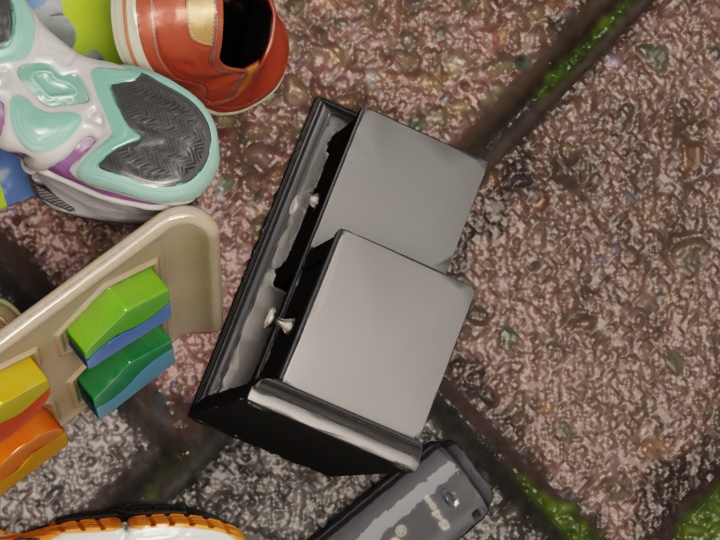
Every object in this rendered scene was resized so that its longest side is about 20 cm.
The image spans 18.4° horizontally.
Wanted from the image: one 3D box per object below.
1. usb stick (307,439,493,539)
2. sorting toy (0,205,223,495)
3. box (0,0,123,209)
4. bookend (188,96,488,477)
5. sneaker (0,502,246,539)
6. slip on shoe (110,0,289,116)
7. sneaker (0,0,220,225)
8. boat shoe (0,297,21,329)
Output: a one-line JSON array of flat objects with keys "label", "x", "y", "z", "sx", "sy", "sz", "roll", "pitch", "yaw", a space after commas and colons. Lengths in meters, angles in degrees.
[{"label": "usb stick", "x": -0.013, "y": 0.171, "z": 1.230, "sx": 0.200, "sy": 0.033, "sz": 0.056, "roll": -38, "pitch": 92, "yaw": -14}, {"label": "sorting toy", "x": -0.155, "y": 0.055, "z": 1.133, "sx": 0.200, "sy": 0.185, "sz": 0.037, "roll": -33, "pitch": 76, "yaw": -13}, {"label": "box", "x": -0.194, "y": -0.097, "z": 1.180, "sx": 0.199, "sy": 0.048, "sz": 0.122, "roll": -22, "pitch": 128, "yaw": -14}, {"label": "bookend", "x": 0.000, "y": 0.000, "z": 1.165, "sx": 0.092, "sy": 0.200, "sz": 0.200, "roll": 23, "pitch": 80, "yaw": -10}, {"label": "sneaker", "x": -0.156, "y": 0.179, "z": 1.184, "sx": 0.199, "sy": 0.076, "sz": 0.093, "roll": -8, "pitch": 93, "yaw": -6}, {"label": "slip on shoe", "x": -0.070, "y": -0.123, "z": 1.170, "sx": 0.061, "sy": 0.200, "sz": 0.075, "roll": -4, "pitch": 87, "yaw": 15}, {"label": "sneaker", "x": -0.168, "y": -0.077, "z": 1.123, "sx": 0.199, "sy": 0.140, "sz": 0.078, "roll": 32, "pitch": 73, "yaw": 1}, {"label": "boat shoe", "x": -0.262, "y": 0.075, "z": 1.168, "sx": 0.199, "sy": 0.063, "sz": 0.074, "roll": -30, "pitch": 91, "yaw": -14}]
